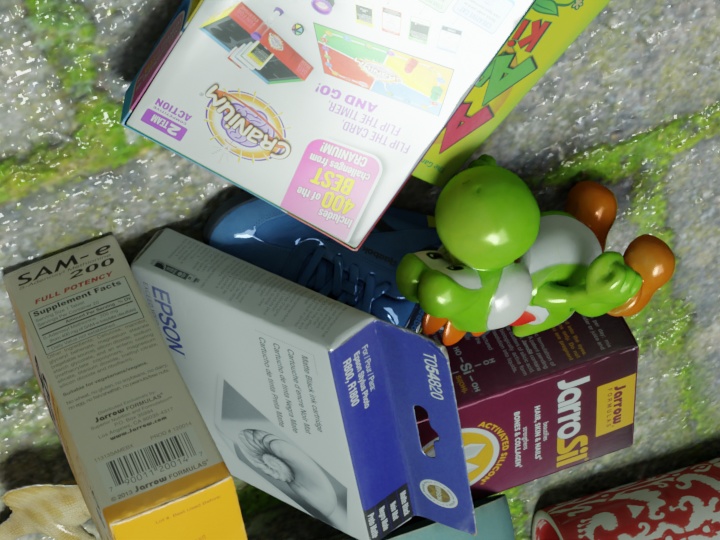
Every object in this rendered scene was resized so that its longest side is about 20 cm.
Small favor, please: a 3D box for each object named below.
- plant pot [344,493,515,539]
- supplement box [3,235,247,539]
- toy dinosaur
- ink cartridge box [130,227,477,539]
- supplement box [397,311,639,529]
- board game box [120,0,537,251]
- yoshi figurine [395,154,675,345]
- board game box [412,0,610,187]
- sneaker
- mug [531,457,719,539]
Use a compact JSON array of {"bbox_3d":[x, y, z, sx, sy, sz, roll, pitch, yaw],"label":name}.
[{"bbox_3d":[0.025,0.247,1.362,0.199,0.135,0.200,-18,176,-1],"label":"plant pot"},{"bbox_3d":[-0.132,0.096,1.142,0.073,0.200,0.126,-21,138,-12],"label":"supplement box"},{"bbox_3d":[-0.191,0.155,1.289,0.101,0.058,0.200,15,148,-38],"label":"toy dinosaur"},{"bbox_3d":[-0.032,0.082,1.198,0.041,0.199,0.200,-52,149,-30],"label":"ink cartridge box"},{"bbox_3d":[0.078,0.086,1.331,0.199,0.086,0.111,-18,138,-10],"label":"supplement box"},{"bbox_3d":[-0.013,-0.126,1.052,0.153,0.040,0.200,28,116,-18],"label":"board game box"},{"bbox_3d":[0.106,-0.019,1.195,0.112,0.113,0.199,-13,176,43],"label":"yoshi figurine"},{"bbox_3d":[0.067,-0.145,1.115,0.101,0.048,0.200,20,121,-41],"label":"board game box"},{"bbox_3d":[0.000,0.000,1.209,0.199,0.079,0.066,12,128,-34],"label":"sneaker"},{"bbox_3d":[0.241,0.231,1.537,0.199,0.134,0.178,-11,135,-13],"label":"mug"}]
